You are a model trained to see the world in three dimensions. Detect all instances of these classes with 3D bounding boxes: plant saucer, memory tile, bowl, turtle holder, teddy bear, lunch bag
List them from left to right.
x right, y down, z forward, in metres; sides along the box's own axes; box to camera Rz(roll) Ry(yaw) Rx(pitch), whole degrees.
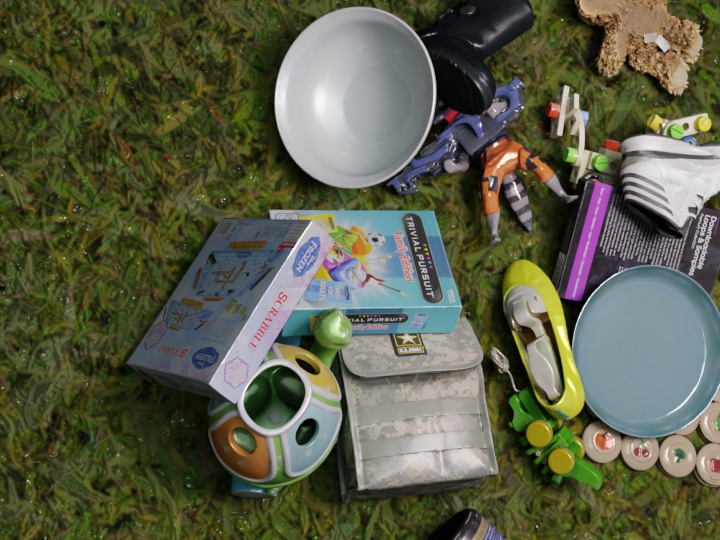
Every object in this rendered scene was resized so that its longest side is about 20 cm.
[{"bbox_3d":[-0.072,0.139,1.388,0.184,0.132,0.142,-23,73,-11],"label":"turtle holder"},{"bbox_3d":[0.007,-0.194,1.532,0.199,0.090,0.204,0,91,22],"label":"bowl"},{"bbox_3d":[0.054,0.144,1.480,0.162,0.118,0.203,-3,72,-12],"label":"lunch bag"},{"bbox_3d":[0.346,-0.304,1.683,0.198,0.067,0.147,14,84,-18],"label":"teddy bear"},{"bbox_3d":[0.337,0.095,1.575,0.197,0.027,0.203,0,89,-14],"label":"plant saucer"},{"bbox_3d":[0.363,0.169,1.604,0.197,0.017,0.155,12,75,-11],"label":"memory tile"}]

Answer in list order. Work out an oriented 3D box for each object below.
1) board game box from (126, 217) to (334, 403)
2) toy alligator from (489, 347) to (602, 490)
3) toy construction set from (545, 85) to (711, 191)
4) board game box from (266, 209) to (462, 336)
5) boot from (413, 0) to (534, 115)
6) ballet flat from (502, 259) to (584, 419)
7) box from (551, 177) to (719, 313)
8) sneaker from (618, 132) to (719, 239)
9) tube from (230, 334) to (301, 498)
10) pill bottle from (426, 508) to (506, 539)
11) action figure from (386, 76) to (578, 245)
[{"bbox_3d":[-0.140,0.036,1.410,0.041,0.199,0.201,41,71,-28],"label":"board game box"},{"bbox_3d":[0.200,0.182,1.545,0.054,0.059,0.201,-43,83,25],"label":"toy alligator"},{"bbox_3d":[0.317,-0.150,1.621,0.197,0.092,0.133,15,99,-3],"label":"toy construction set"},{"bbox_3d":[0.000,0.000,1.494,0.197,0.047,0.152,-1,47,-14],"label":"board game box"},{"bbox_3d":[0.141,-0.269,1.560,0.167,0.200,0.077,-35,124,-16],"label":"boot"},{"bbox_3d":[0.204,0.075,1.534,0.067,0.066,0.202,14,54,-55],"label":"ballet flat"},{"bbox_3d":[0.337,-0.021,1.598,0.197,0.036,0.145,12,101,-12],"label":"box"},{"bbox_3d":[0.395,-0.088,1.553,0.198,0.076,0.117,6,77,-7],"label":"sneaker"},{"bbox_3d":[-0.109,0.148,1.474,0.076,0.050,0.203,7,74,-9],"label":"tube"},{"bbox_3d":[0.154,0.367,1.458,0.200,0.112,0.112,44,72,-2],"label":"pill bottle"},{"bbox_3d":[0.136,-0.125,1.587,0.199,0.105,0.195,-31,79,9],"label":"action figure"}]
